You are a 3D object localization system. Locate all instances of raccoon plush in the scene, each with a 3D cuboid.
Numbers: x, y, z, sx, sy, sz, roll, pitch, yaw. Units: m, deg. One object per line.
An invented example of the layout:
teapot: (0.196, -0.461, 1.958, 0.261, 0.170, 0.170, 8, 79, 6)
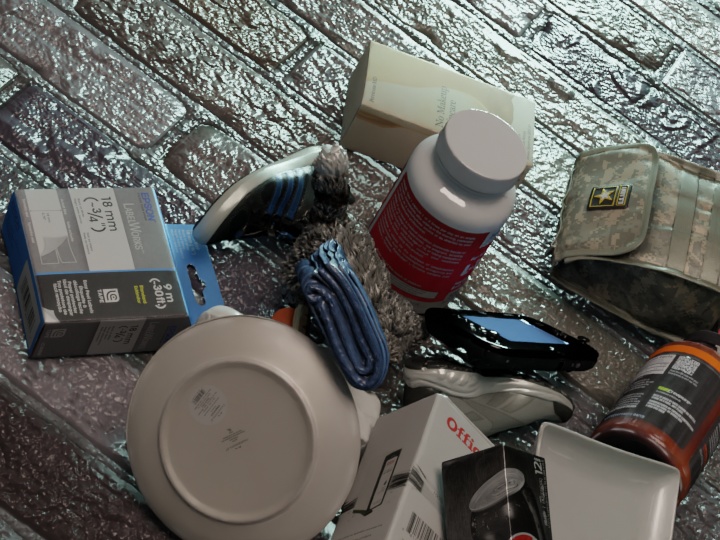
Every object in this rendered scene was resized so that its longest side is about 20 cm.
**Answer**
raccoon plush: (0.000, 0.000, 1.514, 0.133, 0.201, 0.097, 31, 56, 26)

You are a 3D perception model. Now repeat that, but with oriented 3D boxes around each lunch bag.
lunch bag: (0.299, -0.036, 1.720, 0.198, 0.118, 0.165, 20, 51, -1)

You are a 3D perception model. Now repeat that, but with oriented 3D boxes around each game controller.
game controller: (0.145, 0.064, 1.578, 0.104, 0.042, 0.199, 37, 18, 33)

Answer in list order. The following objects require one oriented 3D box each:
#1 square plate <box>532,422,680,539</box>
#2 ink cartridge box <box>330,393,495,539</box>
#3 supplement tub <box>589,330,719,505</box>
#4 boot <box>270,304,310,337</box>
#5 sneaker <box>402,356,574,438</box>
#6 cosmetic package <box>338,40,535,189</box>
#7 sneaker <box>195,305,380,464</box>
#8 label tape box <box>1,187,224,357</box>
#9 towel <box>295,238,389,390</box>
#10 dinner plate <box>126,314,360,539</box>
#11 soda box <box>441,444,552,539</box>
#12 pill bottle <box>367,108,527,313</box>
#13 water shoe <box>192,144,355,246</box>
square plate: (0.199, 0.251, 1.438, 0.199, 0.028, 0.201, 22, 74, -39)
ink cartridge box: (0.058, 0.230, 1.399, 0.146, 0.084, 0.201, 47, 41, -21)
supplement tub: (0.306, 0.141, 1.611, 0.107, 0.107, 0.200, 40, 47, 8)
boot: (-0.109, 0.112, 1.391, 0.106, 0.075, 0.202, 23, 89, 3)
sneaker: (0.117, 0.130, 1.559, 0.198, 0.074, 0.080, 9, 92, -34)
cosmetic package: (0.083, -0.157, 1.757, 0.198, 0.071, 0.106, 18, 49, -14)
sneaker: (-0.064, 0.095, 1.487, 0.200, 0.078, 0.100, 41, 36, -11)
label tape box: (-0.210, -0.001, 1.490, 0.198, 0.063, 0.146, -2, 56, -28)
towel: (-0.013, 0.036, 1.402, 0.048, 0.200, 0.113, -26, 97, -2)
dinner plate: (-0.098, 0.138, 1.348, 0.199, 0.201, 0.024, 38, 8, 5)
soda box: (0.115, 0.248, 1.329, 0.063, 0.070, 0.203, 21, 57, -46)
pill bottle: (0.081, -0.058, 1.589, 0.111, 0.201, 0.113, 13, 49, -16)
water shoe: (-0.076, -0.059, 1.595, 0.079, 0.071, 0.199, 52, 45, 5)
